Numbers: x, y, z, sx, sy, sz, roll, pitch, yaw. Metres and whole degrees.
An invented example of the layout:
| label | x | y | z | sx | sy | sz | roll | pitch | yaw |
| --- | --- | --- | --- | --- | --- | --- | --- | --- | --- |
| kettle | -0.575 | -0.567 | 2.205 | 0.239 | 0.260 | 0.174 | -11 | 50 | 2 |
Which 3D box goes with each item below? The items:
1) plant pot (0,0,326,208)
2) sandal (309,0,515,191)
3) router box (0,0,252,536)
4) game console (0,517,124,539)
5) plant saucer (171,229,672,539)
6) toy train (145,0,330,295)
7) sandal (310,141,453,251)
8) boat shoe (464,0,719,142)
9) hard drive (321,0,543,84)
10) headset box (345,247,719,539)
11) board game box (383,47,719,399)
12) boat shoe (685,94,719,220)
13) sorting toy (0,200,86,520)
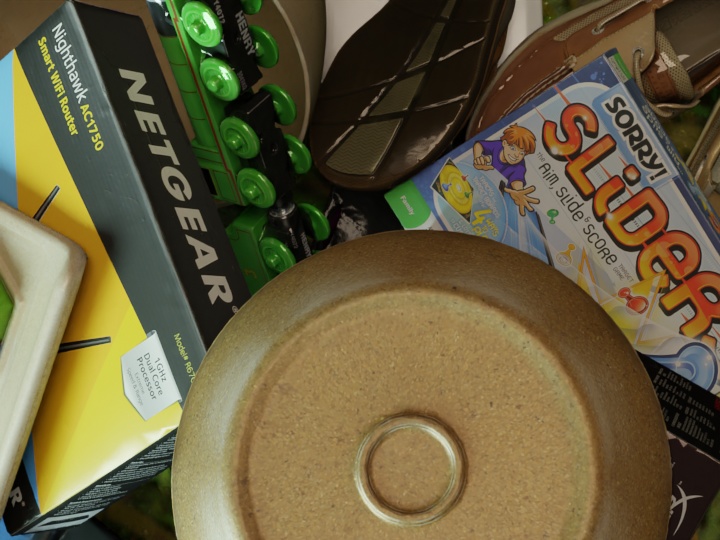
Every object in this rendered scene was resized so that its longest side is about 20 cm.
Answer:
| label | x | y | z | sx | sy | sz | roll | pitch | yaw |
| --- | --- | --- | --- | --- | --- | --- | --- | --- | --- |
| plant pot | -0.100 | -0.149 | 0.806 | 0.200 | 0.201 | 0.135 | 17 | 48 | 6 |
| sandal | 0.040 | -0.121 | 0.821 | 0.082 | 0.055 | 0.200 | 10 | 64 | 24 |
| router box | -0.132 | 0.000 | 0.728 | 0.149 | 0.051 | 0.200 | -34 | 70 | 30 |
| game console | -0.207 | 0.197 | 0.768 | 0.171 | 0.118 | 0.200 | 27 | 82 | 41 |
| plant saucer | 0.021 | 0.078 | 0.609 | 0.200 | 0.035 | 0.201 | -1 | 78 | 7 |
| toy train | -0.056 | -0.058 | 0.750 | 0.056 | 0.200 | 0.042 | 16 | 47 | 36 |
| sandal | -0.001 | -0.001 | 0.830 | 0.075 | 0.048 | 0.201 | 11 | 81 | 5 |
| boat shoe | 0.140 | -0.107 | 0.816 | 0.200 | 0.072 | 0.076 | -40 | 112 | -3 |
| hard drive | 0.032 | -0.199 | 0.873 | 0.131 | 0.027 | 0.201 | -2 | 80 | 3 |
| headset box | 0.065 | 0.054 | 0.709 | 0.200 | 0.149 | 0.077 | 29 | 100 | 11 |
| board game box | 0.121 | 0.010 | 0.783 | 0.135 | 0.034 | 0.200 | -32 | 91 | 23 |
| boat shoe | 0.189 | -0.027 | 0.807 | 0.071 | 0.076 | 0.201 | 17 | 85 | 3 |
| sorting toy | -0.224 | 0.040 | 0.734 | 0.200 | 0.036 | 0.186 | 28 | 103 | 32 |
